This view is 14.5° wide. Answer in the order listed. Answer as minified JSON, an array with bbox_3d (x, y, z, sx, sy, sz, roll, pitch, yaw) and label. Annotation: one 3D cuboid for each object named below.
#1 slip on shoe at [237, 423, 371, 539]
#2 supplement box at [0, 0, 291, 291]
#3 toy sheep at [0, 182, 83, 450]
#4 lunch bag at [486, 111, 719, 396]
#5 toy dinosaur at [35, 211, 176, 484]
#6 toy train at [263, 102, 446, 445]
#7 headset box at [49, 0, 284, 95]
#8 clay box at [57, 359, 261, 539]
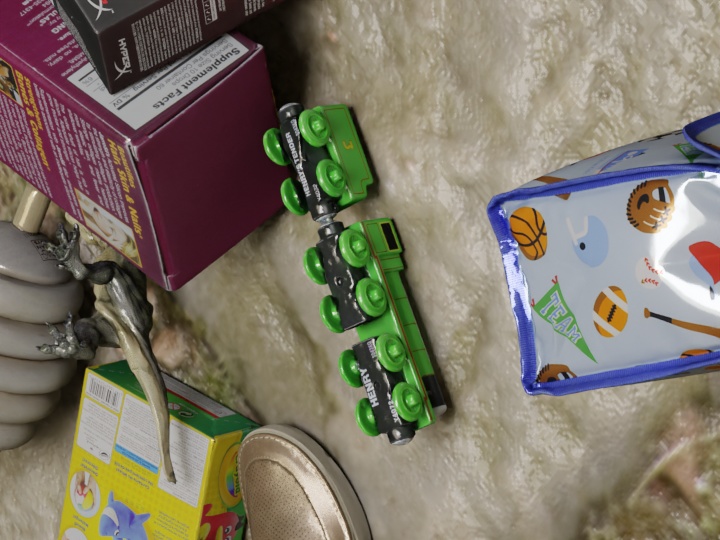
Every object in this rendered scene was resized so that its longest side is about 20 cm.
[{"bbox_3d":[-0.032,0.187,1.635,0.076,0.061,0.200,-22,83,43],"label":"slip on shoe"},{"bbox_3d":[-0.147,-0.104,1.623,0.200,0.103,0.131,37,153,31],"label":"supplement box"},{"bbox_3d":[-0.235,0.035,1.749,0.138,0.138,0.200,32,112,34],"label":"toy sheep"},{"bbox_3d":[0.189,-0.020,1.321,0.200,0.170,0.124,-9,97,44],"label":"lunch bag"},{"bbox_3d":[-0.150,0.025,1.666,0.047,0.088,0.200,-32,54,23],"label":"toy dinosaur"},{"bbox_3d":[0.000,0.000,1.573,0.042,0.056,0.200,-25,81,37],"label":"toy train"},{"bbox_3d":[-0.089,-0.212,1.539,0.149,0.200,0.075,57,168,20],"label":"headset box"},{"bbox_3d":[-0.130,0.168,1.730,0.115,0.048,0.200,26,115,36],"label":"clay box"}]
